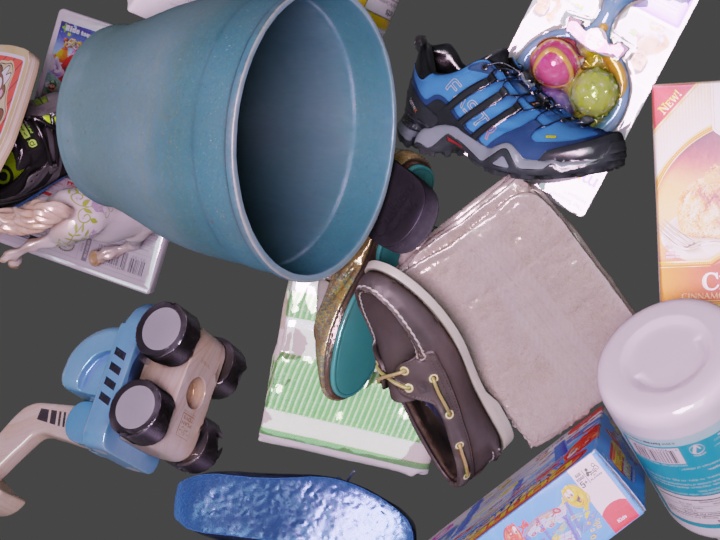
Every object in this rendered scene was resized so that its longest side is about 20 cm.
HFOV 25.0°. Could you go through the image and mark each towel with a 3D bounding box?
[{"bbox_3d":[0.129,0.032,1.252,0.132,0.035,0.200,-35,108,11],"label":"towel"},{"bbox_3d":[0.005,0.055,1.309,0.152,0.023,0.201,12,94,8],"label":"towel"}]

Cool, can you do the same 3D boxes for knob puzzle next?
[{"bbox_3d":[-0.325,-0.103,1.277,0.030,0.220,0.220,32,102,-36],"label":"knob puzzle"}]

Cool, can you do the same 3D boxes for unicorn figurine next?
[{"bbox_3d":[-0.194,-0.048,1.273,0.137,0.200,0.074,-23,95,38],"label":"unicorn figurine"}]

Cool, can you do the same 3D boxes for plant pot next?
[{"bbox_3d":[-0.105,-0.102,1.147,0.187,0.200,0.201,8,96,31],"label":"plant pot"}]

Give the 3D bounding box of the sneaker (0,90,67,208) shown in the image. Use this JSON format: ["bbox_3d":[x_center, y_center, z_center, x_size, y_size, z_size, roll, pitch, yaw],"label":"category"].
[{"bbox_3d":[-0.244,-0.108,1.292,0.199,0.083,0.071,-33,88,10],"label":"sneaker"}]

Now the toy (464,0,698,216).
[{"bbox_3d":[0.167,-0.155,1.251,0.115,0.047,0.201,29,98,9],"label":"toy"}]

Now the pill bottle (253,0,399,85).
[{"bbox_3d":[-0.016,-0.242,1.244,0.114,0.114,0.201,25,98,7],"label":"pill bottle"}]

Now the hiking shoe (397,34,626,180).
[{"bbox_3d":[0.109,-0.120,1.212,0.199,0.074,0.087,16,109,36],"label":"hiking shoe"}]

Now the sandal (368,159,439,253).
[{"bbox_3d":[-0.015,-0.078,1.232,0.200,0.043,0.076,30,93,47],"label":"sandal"}]

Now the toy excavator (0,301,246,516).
[{"bbox_3d":[-0.216,0.116,1.312,0.199,0.100,0.195,8,72,31],"label":"toy excavator"}]

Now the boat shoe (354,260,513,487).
[{"bbox_3d":[0.049,0.081,1.234,0.061,0.072,0.202,-46,121,-21],"label":"boat shoe"}]

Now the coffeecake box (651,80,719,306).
[{"bbox_3d":[0.300,-0.043,1.222,0.153,0.073,0.201,-3,93,12],"label":"coffeecake box"}]

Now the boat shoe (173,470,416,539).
[{"bbox_3d":[-0.048,0.192,1.307,0.199,0.069,0.085,15,83,14],"label":"boat shoe"}]

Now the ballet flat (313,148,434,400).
[{"bbox_3d":[0.000,0.000,1.266,0.070,0.071,0.201,19,94,8],"label":"ballet flat"}]

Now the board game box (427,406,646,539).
[{"bbox_3d":[0.118,0.195,1.209,0.200,0.196,0.056,-39,87,10],"label":"board game box"}]

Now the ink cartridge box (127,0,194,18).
[{"bbox_3d":[-0.096,-0.288,1.202,0.200,0.083,0.146,-44,42,35],"label":"ink cartridge box"}]

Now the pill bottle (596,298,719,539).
[{"bbox_3d":[0.255,0.120,1.186,0.110,0.111,0.200,-26,131,11],"label":"pill bottle"}]

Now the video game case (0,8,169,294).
[{"bbox_3d":[-0.208,-0.098,1.338,0.142,0.018,0.201,19,97,9],"label":"video game case"}]
